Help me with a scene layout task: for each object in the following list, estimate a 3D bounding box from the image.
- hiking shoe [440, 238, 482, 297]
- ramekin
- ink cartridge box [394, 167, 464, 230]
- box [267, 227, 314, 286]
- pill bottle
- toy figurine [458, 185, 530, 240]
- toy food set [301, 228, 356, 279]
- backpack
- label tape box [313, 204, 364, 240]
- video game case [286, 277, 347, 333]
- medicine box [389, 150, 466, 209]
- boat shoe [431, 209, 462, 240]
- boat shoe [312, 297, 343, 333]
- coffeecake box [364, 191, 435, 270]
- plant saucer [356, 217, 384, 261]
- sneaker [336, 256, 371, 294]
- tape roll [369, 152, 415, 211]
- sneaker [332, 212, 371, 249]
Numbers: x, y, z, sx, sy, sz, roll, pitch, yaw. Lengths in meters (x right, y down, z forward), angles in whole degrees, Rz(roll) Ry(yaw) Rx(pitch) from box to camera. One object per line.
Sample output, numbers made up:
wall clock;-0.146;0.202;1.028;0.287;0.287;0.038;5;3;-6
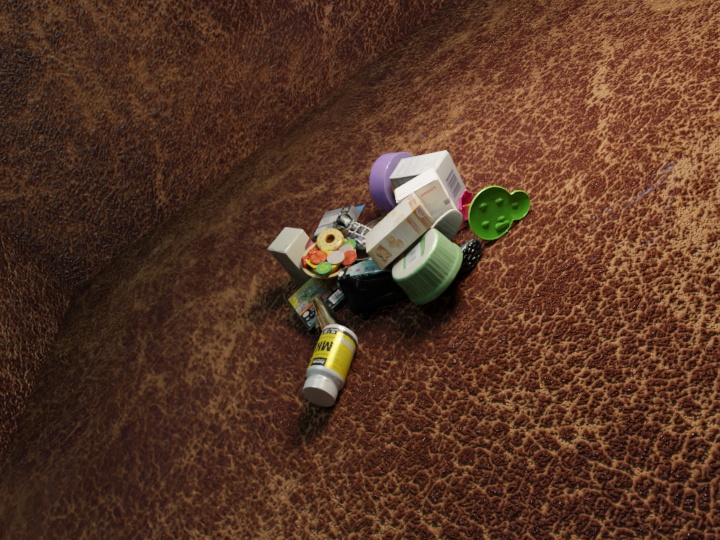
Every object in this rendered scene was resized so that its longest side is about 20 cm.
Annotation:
hiking shoe;0.261;-0.020;1.551;0.200;0.075;0.086;-47;34;-12
ramekin;0.176;-0.018;1.504;0.200;0.097;0.202;-43;22;22
ink cartridge box;0.213;-0.191;1.692;0.144;0.201;0.084;-27;32;15
box;-0.211;-0.041;1.941;0.126;0.201;0.110;12;57;50
pill bottle;-0.085;0.263;1.520;0.112;0.115;0.203;-13;40;34
toy figurine;0.372;-0.195;1.627;0.195;0.154;0.184;-18;21;-9
toy food set;-0.104;-0.050;1.822;0.199;0.049;0.196;-39;48;-24
backpack;0.047;0.037;1.632;0.195;0.169;0.128;-14;33;24
label tape box;-0.083;-0.195;2.130;0.141;0.064;0.203;-10;43;37
video game case;-0.135;0.086;1.835;0.199;0.026;0.181;-42;46;-4
medicine box;0.225;-0.277;1.803;0.197;0.184;0.104;1;47;45
boat shoe;0.232;-0.105;1.654;0.204;0.073;0.065;-56;15;23
boat shoe;-0.110;0.160;1.697;0.074;0.075;0.201;-45;40;6
coffeecake box;0.108;-0.117;1.569;0.199;0.073;0.154;-42;17;13
plant saucer;0.047;-0.102;1.911;0.197;0.035;0.203;-28;33;20
sneaker;0.000;0.000;1.770;0.078;0.077;0.200;22;57;41
tape roll;0.129;-0.309;1.926;0.084;0.201;0.201;10;55;50
sneaker;-0.026;-0.145;1.873;0.197;0.141;0.079;1;47;46
